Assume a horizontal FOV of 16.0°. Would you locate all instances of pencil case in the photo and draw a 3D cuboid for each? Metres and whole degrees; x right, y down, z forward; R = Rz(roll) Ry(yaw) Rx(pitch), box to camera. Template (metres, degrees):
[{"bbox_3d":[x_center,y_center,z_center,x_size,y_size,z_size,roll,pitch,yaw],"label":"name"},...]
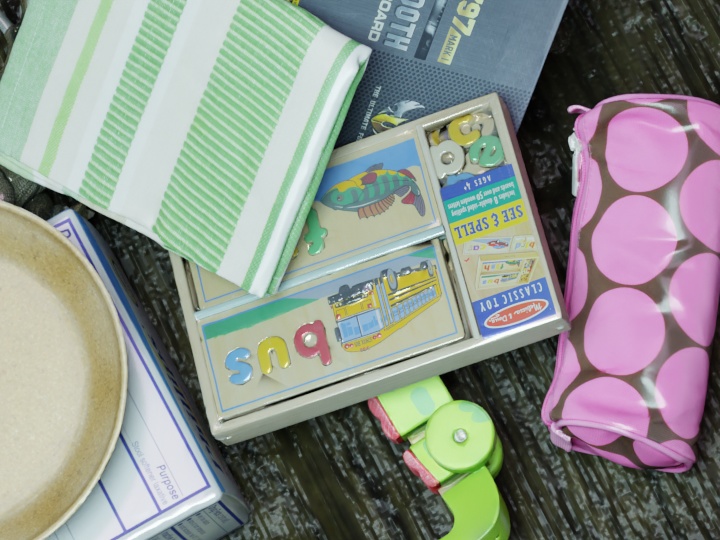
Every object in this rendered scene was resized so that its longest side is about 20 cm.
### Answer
[{"bbox_3d":[0.148,0.006,1.390,0.093,0.091,0.201,8,79,-2],"label":"pencil case"}]

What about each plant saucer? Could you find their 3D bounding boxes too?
[{"bbox_3d":[-0.217,0.061,1.334,0.199,0.035,0.201,-1,78,4],"label":"plant saucer"}]

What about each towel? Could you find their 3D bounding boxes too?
[{"bbox_3d":[-0.102,-0.092,1.364,0.199,0.023,0.153,28,103,24],"label":"towel"}]

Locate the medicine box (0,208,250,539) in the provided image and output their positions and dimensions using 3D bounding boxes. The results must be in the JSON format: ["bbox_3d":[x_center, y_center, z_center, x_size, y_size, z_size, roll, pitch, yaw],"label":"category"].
[{"bbox_3d":[-0.191,0.100,1.396,0.199,0.103,0.183,-29,75,-2],"label":"medicine box"}]

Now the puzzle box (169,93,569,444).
[{"bbox_3d":[0.000,0.000,1.362,0.199,0.025,0.134,-20,70,11],"label":"puzzle box"}]

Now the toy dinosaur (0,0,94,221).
[{"bbox_3d":[-0.197,-0.058,1.461,0.102,0.077,0.201,25,90,39],"label":"toy dinosaur"}]

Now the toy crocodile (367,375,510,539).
[{"bbox_3d":[0.027,0.067,1.398,0.062,0.068,0.201,-30,75,-1],"label":"toy crocodile"}]

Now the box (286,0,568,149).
[{"bbox_3d":[0.024,-0.140,1.378,0.157,0.051,0.201,15,120,-11],"label":"box"}]
